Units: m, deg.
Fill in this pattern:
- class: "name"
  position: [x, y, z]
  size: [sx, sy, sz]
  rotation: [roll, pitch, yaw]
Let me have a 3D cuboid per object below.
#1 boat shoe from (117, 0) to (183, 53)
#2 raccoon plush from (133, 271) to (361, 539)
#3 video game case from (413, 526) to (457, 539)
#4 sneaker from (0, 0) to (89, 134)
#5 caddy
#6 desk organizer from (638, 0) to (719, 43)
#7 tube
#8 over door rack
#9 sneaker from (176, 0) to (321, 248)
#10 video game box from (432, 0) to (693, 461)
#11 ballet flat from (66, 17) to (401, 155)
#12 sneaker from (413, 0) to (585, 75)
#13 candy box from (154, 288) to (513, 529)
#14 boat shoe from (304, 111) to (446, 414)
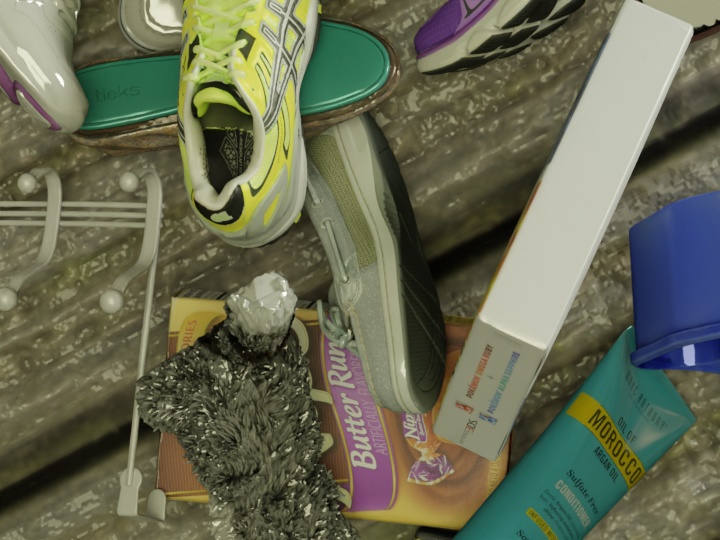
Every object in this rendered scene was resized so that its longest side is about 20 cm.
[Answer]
- class: "boat shoe"
  position: [-0.045, -0.175, 1.637]
  size: [0.199, 0.070, 0.071]
  rotation: [-20, 92, 5]
- class: "raccoon plush"
  position: [-0.053, 0.096, 1.548]
  size: [0.096, 0.200, 0.134]
  rotation: [-26, 79, -7]
- class: "video game case"
  position: [0.114, 0.253, 1.677]
  size: [0.199, 0.026, 0.182]
  rotation: [10, 94, 2]
- class: "sneaker"
  position: [-0.182, -0.170, 1.623]
  size: [0.099, 0.075, 0.201]
  rotation: [-24, 68, -3]
- class: "caddy"
  position: [0.221, 0.017, 1.572]
  size: [0.141, 0.200, 0.106]
  rotation: [-4, 82, -11]
- class: "desk organizer"
  position: [0.164, -0.223, 1.620]
  size: [0.077, 0.072, 0.201]
  rotation: [-23, 92, 7]
- class: "tube"
  position: [0.106, 0.126, 1.623]
  size: [0.200, 0.050, 0.078]
  rotation: [-47, 126, -19]
- class: "over door rack"
  position: [-0.183, 0.042, 1.639]
  size: [0.147, 0.067, 0.201]
  rotation: [1, 92, 27]
- class: "sneaker"
  position: [-0.062, -0.115, 1.567]
  size: [0.075, 0.076, 0.201]
  rotation: [-7, 84, 12]
- class: "video game box"
  position: [0.105, -0.019, 1.548]
  size: [0.047, 0.182, 0.201]
  rotation: [24, 68, 6]
- class: "ballet flat"
  position: [-0.070, -0.100, 1.645]
  size: [0.199, 0.067, 0.068]
  rotation: [-3, 71, 12]
- class: "sneaker"
  position: [0.092, -0.184, 1.604]
  size: [0.084, 0.080, 0.200]
  rotation: [53, 126, 17]
- class: "candy box"
  position: [-0.012, 0.079, 1.660]
  size: [0.199, 0.056, 0.117]
  rotation: [5, 95, 5]
- class: "boat shoe"
  position: [-0.001, -0.001, 1.608]
  size: [0.065, 0.074, 0.203]
  rotation: [-22, 54, 12]
